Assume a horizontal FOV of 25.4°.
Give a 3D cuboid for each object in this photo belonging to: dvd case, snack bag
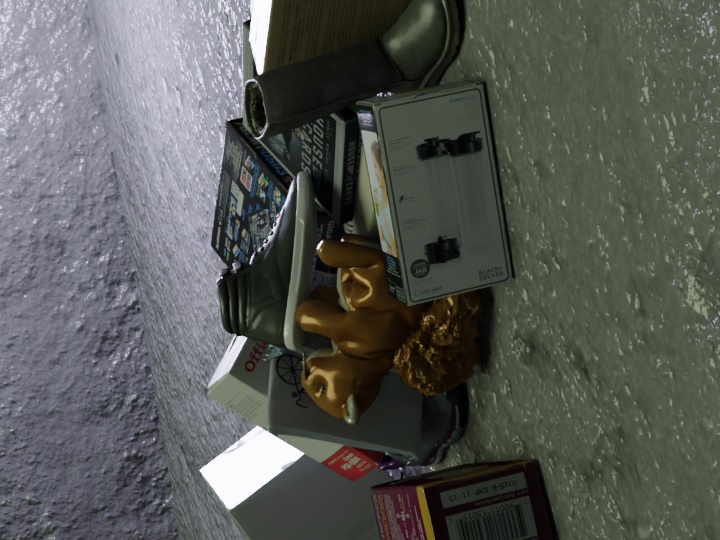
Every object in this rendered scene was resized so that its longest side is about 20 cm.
[{"bbox_3d":[-0.068,-0.164,1.750,0.200,0.025,0.151,47,149,34],"label":"dvd case"},{"bbox_3d":[-0.014,0.100,1.747,0.021,0.188,0.200,136,143,-60],"label":"snack bag"}]

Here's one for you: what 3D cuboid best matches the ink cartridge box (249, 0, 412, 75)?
[{"bbox_3d":[-0.022,-0.283,1.619,0.200,0.164,0.075,104,154,-55],"label":"ink cartridge box"}]

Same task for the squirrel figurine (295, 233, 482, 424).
[{"bbox_3d":[0.029,0.073,1.664,0.142,0.199,0.187,-58,-18,-83],"label":"squirrel figurine"}]

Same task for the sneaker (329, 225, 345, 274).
[{"bbox_3d":[0.000,0.000,1.886,0.067,0.090,0.200,95,155,-48],"label":"sneaker"}]

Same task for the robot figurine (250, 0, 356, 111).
[{"bbox_3d":[-0.055,-0.270,1.815,0.176,0.115,0.200,-58,46,46],"label":"robot figurine"}]

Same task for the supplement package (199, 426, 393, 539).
[{"bbox_3d":[-0.060,0.292,2.019,0.200,0.191,0.147,57,170,-23],"label":"supplement package"}]

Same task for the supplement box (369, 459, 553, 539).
[{"bbox_3d":[0.105,0.262,1.683,0.200,0.131,0.103,153,105,-72],"label":"supplement box"}]

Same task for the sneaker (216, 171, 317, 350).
[{"bbox_3d":[-0.103,-0.016,1.714,0.071,0.099,0.201,62,-147,-69],"label":"sneaker"}]

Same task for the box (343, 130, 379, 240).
[{"bbox_3d":[0.037,-0.090,1.720,0.200,0.082,0.068,102,151,-52],"label":"box"}]

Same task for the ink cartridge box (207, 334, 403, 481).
[{"bbox_3d":[-0.048,0.119,1.786,0.147,0.200,0.083,-64,10,-28],"label":"ink cartridge box"}]

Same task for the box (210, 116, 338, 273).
[{"bbox_3d":[-0.105,-0.048,1.887,0.199,0.050,0.200,48,142,36],"label":"box"}]

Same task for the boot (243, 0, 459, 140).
[{"bbox_3d":[-0.012,-0.207,1.578,0.182,0.199,0.073,108,147,-56],"label":"boot"}]

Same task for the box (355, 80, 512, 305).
[{"bbox_3d":[0.073,-0.078,1.557,0.060,0.116,0.201,-152,50,-71],"label":"box"}]

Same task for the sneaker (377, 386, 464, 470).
[{"bbox_3d":[0.060,0.182,1.833,0.200,0.087,0.075,104,149,-56],"label":"sneaker"}]
